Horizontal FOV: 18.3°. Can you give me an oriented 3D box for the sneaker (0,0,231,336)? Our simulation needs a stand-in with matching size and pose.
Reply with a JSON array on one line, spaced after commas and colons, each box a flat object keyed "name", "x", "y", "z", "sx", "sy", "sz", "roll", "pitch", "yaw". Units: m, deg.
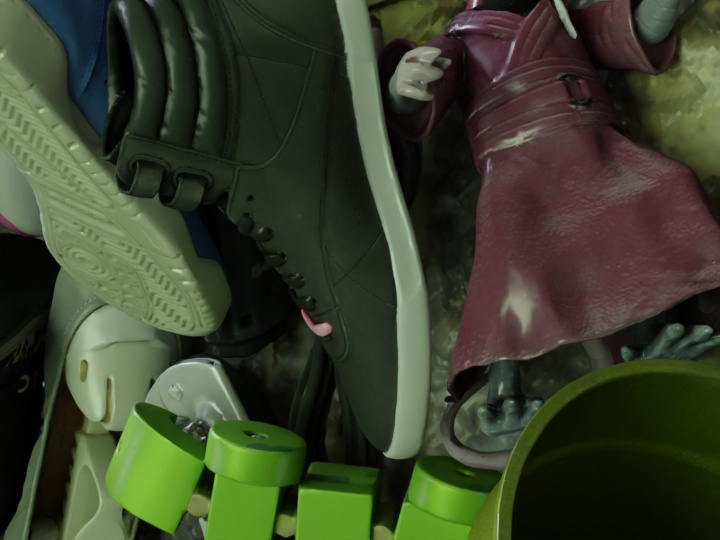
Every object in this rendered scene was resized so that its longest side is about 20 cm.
[{"name": "sneaker", "x": -0.088, "y": -0.070, "z": 0.851, "sx": 0.077, "sy": 0.200, "sz": 0.111, "roll": 5, "pitch": 54, "yaw": 38}]

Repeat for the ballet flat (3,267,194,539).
[{"name": "ballet flat", "x": -0.108, "y": 0.069, "z": 0.972, "sx": 0.064, "sy": 0.067, "sz": 0.200, "roll": -126, "pitch": 47, "yaw": -58}]

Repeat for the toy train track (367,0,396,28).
[{"name": "toy train track", "x": -0.013, "y": -0.072, "z": 0.910, "sx": 0.115, "sy": 0.032, "sz": 0.201, "roll": -16, "pitch": 82, "yaw": 40}]

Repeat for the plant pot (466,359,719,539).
[{"name": "plant pot", "x": 0.088, "y": 0.166, "z": 0.745, "sx": 0.201, "sy": 0.200, "sz": 0.193, "roll": 59, "pitch": 137, "yaw": 22}]

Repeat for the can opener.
[{"name": "can opener", "x": -0.029, "y": 0.123, "z": 0.919, "sx": 0.053, "sy": 0.066, "sz": 0.200, "roll": -32, "pitch": 80, "yaw": 41}]

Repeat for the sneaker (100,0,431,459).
[{"name": "sneaker", "x": -0.036, "y": -0.021, "z": 0.789, "sx": 0.071, "sy": 0.099, "sz": 0.201, "roll": -151, "pitch": 47, "yaw": -73}]

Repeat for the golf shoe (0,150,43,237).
[{"name": "golf shoe", "x": -0.110, "y": -0.098, "z": 0.966, "sx": 0.091, "sy": 0.075, "sz": 0.200, "roll": 33, "pitch": 113, "yaw": 36}]

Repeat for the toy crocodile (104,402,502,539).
[{"name": "toy crocodile", "x": -0.003, "y": 0.097, "z": 0.857, "sx": 0.199, "sy": 0.062, "sz": 0.068, "roll": 12, "pitch": 104, "yaw": 6}]

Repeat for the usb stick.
[{"name": "usb stick", "x": -0.058, "y": -0.065, "z": 0.909, "sx": 0.033, "sy": 0.055, "sz": 0.201, "roll": -1, "pitch": 106, "yaw": 20}]

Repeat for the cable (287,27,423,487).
[{"name": "cable", "x": 0.000, "y": 0.000, "z": 0.880, "sx": 0.097, "sy": 0.050, "sz": 0.201, "roll": 3, "pitch": 112, "yaw": 41}]

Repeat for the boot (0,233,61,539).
[{"name": "boot", "x": -0.190, "y": 0.075, "z": 0.973, "sx": 0.073, "sy": 0.200, "sz": 0.151, "roll": 20, "pitch": 112, "yaw": 12}]

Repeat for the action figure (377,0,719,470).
[{"name": "action figure", "x": 0.075, "y": -0.047, "z": 0.816, "sx": 0.149, "sy": 0.134, "sz": 0.200, "roll": 94, "pitch": 164, "yaw": -65}]
